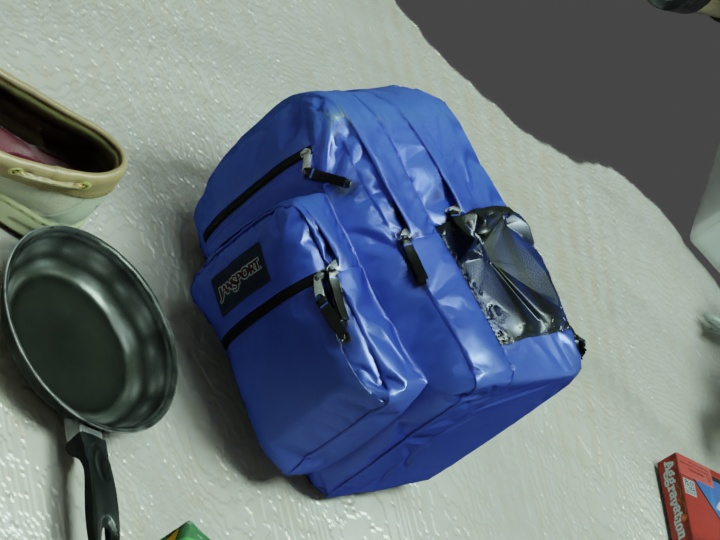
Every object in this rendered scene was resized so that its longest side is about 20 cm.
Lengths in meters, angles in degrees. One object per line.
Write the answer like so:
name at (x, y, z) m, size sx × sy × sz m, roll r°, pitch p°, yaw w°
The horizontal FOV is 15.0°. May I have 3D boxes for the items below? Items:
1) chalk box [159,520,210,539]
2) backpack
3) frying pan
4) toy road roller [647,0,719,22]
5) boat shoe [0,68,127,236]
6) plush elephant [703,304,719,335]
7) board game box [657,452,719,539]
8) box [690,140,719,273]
chalk box at (-0.061, 0.236, 1.206) m, size 0.200 × 0.124 × 0.125 m, roll 43°, pitch 35°, yaw -19°
backpack at (0.000, 0.000, 1.463) m, size 0.168 × 0.162 × 0.200 m, roll -2°, pitch 64°, yaw -50°
frying pan at (-0.126, 0.066, 1.360) m, size 0.115 × 0.031 × 0.191 m, roll 2°, pitch 63°, yaw -52°
toy road roller at (0.284, -0.292, 2.109) m, size 0.123 × 0.146 × 0.201 m, roll 5°, pitch 57°, yaw -51°
boat shoe at (-0.203, -0.085, 1.361) m, size 0.200 × 0.066 × 0.074 m, roll 28°, pitch 41°, yaw -36°
plush elephant at (0.332, 0.076, 1.821) m, size 0.200 × 0.165 × 0.155 m, roll 35°, pitch -6°, yaw -4°
board game box at (0.271, 0.196, 1.774) m, size 0.200 × 0.019 × 0.103 m, roll 27°, pitch 44°, yaw -38°
box at (0.375, -0.059, 1.971) m, size 0.171 × 0.199 × 0.200 m, roll 47°, pitch 32°, yaw -13°
